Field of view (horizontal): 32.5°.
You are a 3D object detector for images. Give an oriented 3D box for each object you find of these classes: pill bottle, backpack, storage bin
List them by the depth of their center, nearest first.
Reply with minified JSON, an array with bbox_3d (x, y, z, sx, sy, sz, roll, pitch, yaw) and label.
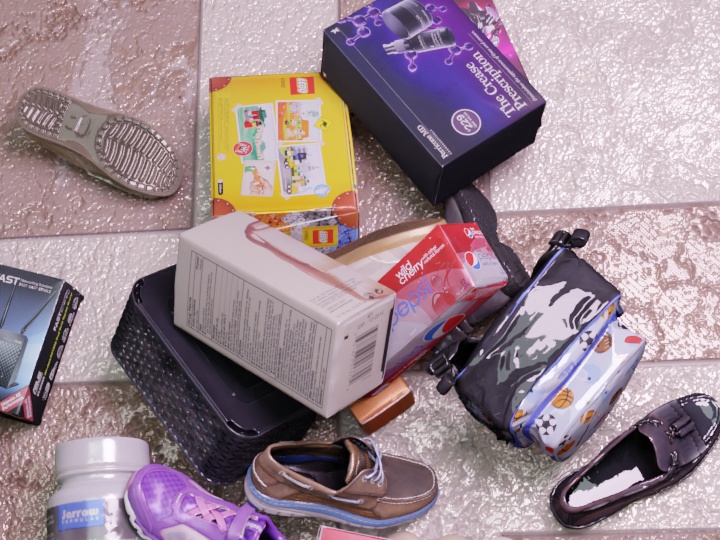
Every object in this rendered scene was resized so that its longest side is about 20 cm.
[{"bbox_3d":[0.179,0.087,1.177,0.200,0.191,0.154,-44,78,-3],"label":"backpack"},{"bbox_3d":[-0.252,0.273,1.216,0.112,0.114,0.203,-7,72,5],"label":"pill bottle"},{"bbox_3d":[-0.140,0.093,1.235,0.134,0.094,0.201,-24,67,-41],"label":"storage bin"}]

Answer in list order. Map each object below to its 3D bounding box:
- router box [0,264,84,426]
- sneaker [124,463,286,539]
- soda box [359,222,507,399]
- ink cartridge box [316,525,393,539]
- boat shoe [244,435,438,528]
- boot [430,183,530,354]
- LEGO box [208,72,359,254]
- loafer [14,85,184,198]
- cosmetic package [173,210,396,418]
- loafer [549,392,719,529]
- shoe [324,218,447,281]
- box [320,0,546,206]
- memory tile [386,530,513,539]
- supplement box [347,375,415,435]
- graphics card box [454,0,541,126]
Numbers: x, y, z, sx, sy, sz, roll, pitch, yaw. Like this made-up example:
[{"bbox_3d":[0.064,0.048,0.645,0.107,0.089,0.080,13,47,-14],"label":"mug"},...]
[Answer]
[{"bbox_3d":[-0.416,0.068,1.328,0.197,0.062,0.152,12,74,11],"label":"router box"},{"bbox_3d":[-0.133,0.248,1.184,0.199,0.088,0.081,39,49,-8],"label":"sneaker"},{"bbox_3d":[0.042,0.041,1.152,0.200,0.063,0.071,-43,67,32],"label":"soda box"},{"bbox_3d":[0.056,0.293,1.118,0.197,0.176,0.085,9,74,9],"label":"ink cartridge box"},{"bbox_3d":[-0.009,0.201,1.192,0.197,0.073,0.073,3,49,-20],"label":"boat shoe"},{"bbox_3d":[0.084,-0.013,1.279,0.132,0.069,0.201,-43,41,22],"label":"boot"},{"bbox_3d":[-0.081,-0.110,1.287,0.146,0.078,0.202,-3,52,-4],"label":"LEGO box"},{"bbox_3d":[-0.286,-0.141,1.376,0.198,0.068,0.076,29,79,-1],"label":"loafer"},{"bbox_3d":[-0.073,0.035,1.134,0.198,0.105,0.087,28,35,30],"label":"cosmetic package"},{"bbox_3d":[0.273,0.185,1.199,0.199,0.063,0.072,-33,72,-3],"label":"loafer"},{"bbox_3d":[0.000,0.000,1.209,0.198,0.070,0.054,-20,100,20],"label":"shoe"},{"bbox_3d":[0.071,-0.187,1.262,0.140,0.079,0.201,-33,69,-17],"label":"box"},{"bbox_3d":[0.085,0.357,1.196,0.151,0.017,0.203,3,73,8],"label":"memory tile"},{"bbox_3d":[-0.023,0.065,1.275,0.068,0.067,0.201,-34,72,-4],"label":"supplement box"},{"bbox_3d":[0.106,-0.228,1.356,0.124,0.051,0.203,-20,72,1],"label":"graphics card box"}]
